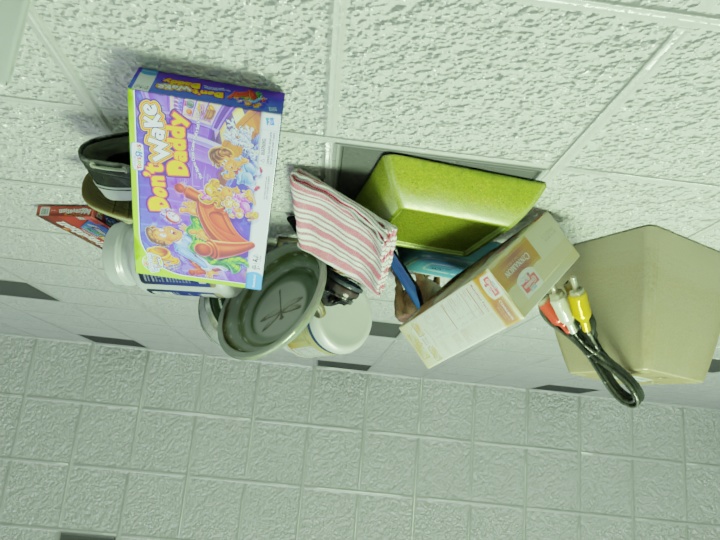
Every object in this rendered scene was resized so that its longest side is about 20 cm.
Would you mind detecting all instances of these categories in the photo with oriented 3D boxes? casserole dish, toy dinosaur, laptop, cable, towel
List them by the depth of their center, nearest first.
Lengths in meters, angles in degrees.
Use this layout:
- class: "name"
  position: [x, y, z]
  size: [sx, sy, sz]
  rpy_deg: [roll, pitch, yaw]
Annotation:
- class: "towel"
  position: [-0.027, -0.038, 0.809]
  size: [0.145, 0.030, 0.201]
  rpy_deg: [32, 159, 11]
- class: "cable"
  position: [0.292, 0.099, 0.837]
  size: [0.050, 0.203, 0.097]
  rpy_deg: [-29, -177, -31]
- class: "laptop"
  position: [0.000, 0.000, 0.945]
  size: [0.195, 0.106, 0.178]
  rpy_deg: [2, 162, 10]
- class: "casserole dish"
  position: [0.145, -0.016, 0.974]
  size: [0.195, 0.040, 0.121]
  rpy_deg: [11, 164, -16]
- class: "toy dinosaur"
  position: [0.096, 0.060, 1.080]
  size: [0.084, 0.139, 0.199]
  rpy_deg: [11, 166, -22]

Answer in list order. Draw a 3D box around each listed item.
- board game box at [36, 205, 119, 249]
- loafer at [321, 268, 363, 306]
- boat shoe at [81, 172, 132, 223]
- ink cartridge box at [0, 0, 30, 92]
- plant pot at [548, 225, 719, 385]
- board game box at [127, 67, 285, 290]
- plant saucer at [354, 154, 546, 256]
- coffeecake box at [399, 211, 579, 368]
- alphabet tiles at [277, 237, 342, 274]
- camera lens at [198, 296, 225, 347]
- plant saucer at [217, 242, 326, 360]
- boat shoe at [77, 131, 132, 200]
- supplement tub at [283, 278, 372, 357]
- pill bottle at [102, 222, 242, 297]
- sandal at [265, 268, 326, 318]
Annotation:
- class: "board game box"
  position: [-0.425, -0.063, 1.051]
  size: [0.100, 0.020, 0.200]
  rpy_deg: [3, 165, 14]
- class: "loafer"
  position: [-0.045, 0.037, 1.051]
  size: [0.071, 0.064, 0.200]
  rpy_deg: [28, 179, -12]
- class: "boat shoe"
  position: [-0.245, -0.085, 0.802]
  size: [0.196, 0.075, 0.063]
  rpy_deg: [2, 162, -16]
- class: "ink cartridge box"
  position: [-0.363, -0.176, 0.472]
  size: [0.197, 0.086, 0.143]
  rpy_deg: [-8, 160, 40]
- class: "plant pot"
  position: [0.394, 0.066, 0.913]
  size: [0.196, 0.182, 0.199]
  rpy_deg: [14, 163, -29]
- class: "board game box"
  position: [-0.150, -0.080, 0.616]
  size: [0.131, 0.045, 0.203]
  rpy_deg: [7, 128, -8]
- class: "plant saucer"
  position: [0.095, -0.066, 0.784]
  size: [0.195, 0.049, 0.200]
  rpy_deg: [9, 165, -11]
- class: "coffeecake box"
  position: [0.163, 0.029, 0.827]
  size: [0.153, 0.074, 0.200]
  rpy_deg: [-37, 177, -38]
- class: "alphabet tiles"
  position: [-0.044, -0.019, 1.096]
  size: [0.195, 0.008, 0.167]
  rpy_deg: [7, 164, -5]
- class: "camera lens"
  position: [-0.211, 0.062, 1.155]
  size: [0.156, 0.164, 0.200]
  rpy_deg: [10, 165, -17]
- class: "plant saucer"
  position: [-0.122, 0.052, 0.939]
  size: [0.197, 0.203, 0.050]
  rpy_deg: [-6, 141, 37]
- class: "boat shoe"
  position: [-0.194, -0.116, 0.655]
  size: [0.195, 0.072, 0.064]
  rpy_deg: [-7, 146, 9]
- class: "supplement tub"
  position: [-0.083, 0.099, 1.276]
  size: [0.142, 0.148, 0.198]
  rpy_deg: [15, 163, -32]
- class: "pill bottle"
  position: [-0.275, -0.022, 0.955]
  size: [0.195, 0.119, 0.116]
  rpy_deg: [3, 165, 11]
- class: "sandal"
  position: [-0.143, 0.022, 1.039]
  size: [0.198, 0.055, 0.080]
  rpy_deg: [36, 165, -3]
